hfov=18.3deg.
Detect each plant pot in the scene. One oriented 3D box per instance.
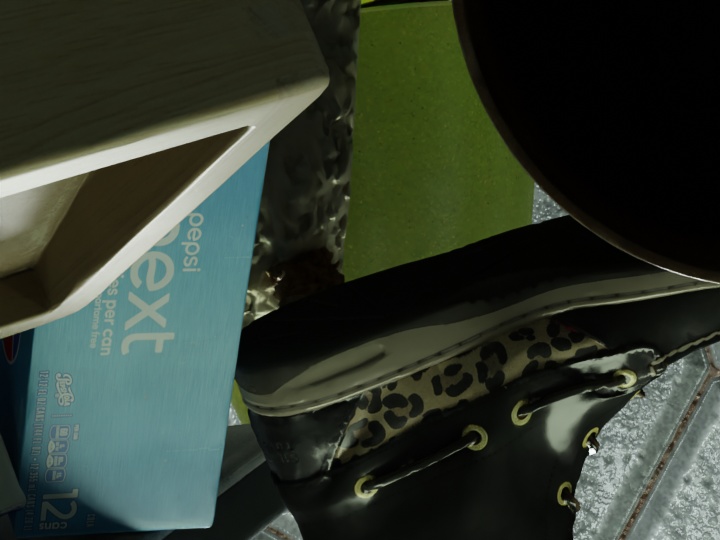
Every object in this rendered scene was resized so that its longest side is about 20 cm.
[{"bbox_3d":[0.000,0.000,0.982,0.185,0.202,0.187,-9,177,0],"label":"plant pot"},{"bbox_3d":[0.129,-0.094,0.728,0.185,0.189,0.200,-17,-179,7],"label":"plant pot"}]

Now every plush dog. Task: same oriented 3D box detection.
[{"bbox_3d":[-0.090,-0.027,0.807,0.170,0.201,0.161,4,-144,-3],"label":"plush dog"}]

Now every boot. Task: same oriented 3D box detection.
[{"bbox_3d":[0.064,0.067,0.743,0.198,0.152,0.073,-15,-163,-14],"label":"boot"}]

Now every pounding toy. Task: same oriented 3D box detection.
[{"bbox_3d":[-0.149,-0.046,0.509,0.183,0.143,0.200,-19,171,-33],"label":"pounding toy"}]

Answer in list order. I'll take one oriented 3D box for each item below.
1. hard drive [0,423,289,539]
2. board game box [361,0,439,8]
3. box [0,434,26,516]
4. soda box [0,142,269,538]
[{"bbox_3d":[-0.120,0.103,0.753,0.138,0.033,0.200,-8,-168,27],"label":"hard drive"},{"bbox_3d":[0.039,-0.143,0.900,0.101,0.048,0.200,-18,-179,-21],"label":"board game box"},{"bbox_3d":[-0.223,0.015,0.719,0.104,0.185,0.199,-21,-177,-38],"label":"box"},{"bbox_3d":[-0.071,-0.019,0.686,0.067,0.202,0.064,-1,-150,-19],"label":"soda box"}]
